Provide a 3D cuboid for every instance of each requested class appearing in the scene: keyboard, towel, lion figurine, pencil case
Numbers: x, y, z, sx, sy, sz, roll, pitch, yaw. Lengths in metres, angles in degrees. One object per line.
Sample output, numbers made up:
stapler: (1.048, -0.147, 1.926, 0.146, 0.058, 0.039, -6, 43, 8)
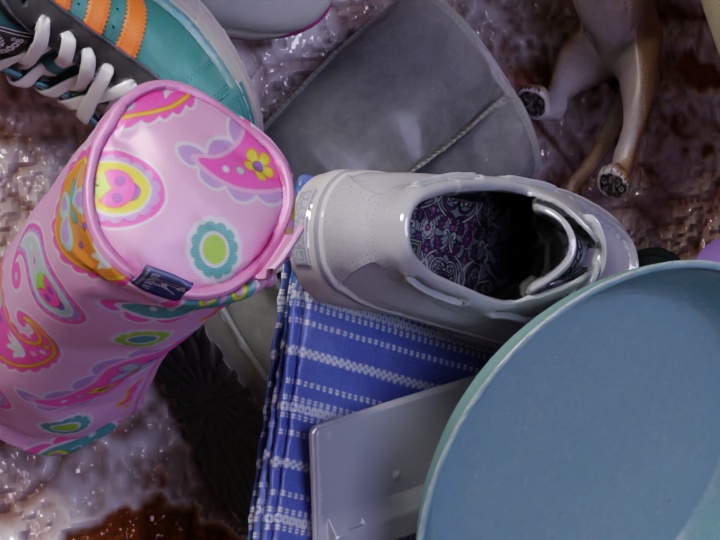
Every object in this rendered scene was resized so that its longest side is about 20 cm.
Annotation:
keyboard: (0.053, 0.068, 1.102, 0.200, 0.011, 0.056, -15, 103, -43)
towel: (0.009, 0.072, 1.089, 0.145, 0.024, 0.201, 16, 80, -46)
lion figurine: (0.115, -0.131, 1.207, 0.072, 0.200, 0.123, 18, 41, 9)
pencil case: (-0.090, 0.005, 0.995, 0.087, 0.200, 0.088, 9, 67, -22)

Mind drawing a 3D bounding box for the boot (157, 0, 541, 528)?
boot: (0.002, 0.001, 1.144, 0.200, 0.072, 0.182, -36, 107, -38)

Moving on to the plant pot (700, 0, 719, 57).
plant pot: (0.219, -0.113, 1.112, 0.187, 0.187, 0.200, -40, 99, -30)

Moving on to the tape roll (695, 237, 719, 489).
tape roll: (0.224, 0.069, 1.226, 0.200, 0.066, 0.201, 39, 39, -42)

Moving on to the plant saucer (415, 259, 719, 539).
plant saucer: (0.098, 0.081, 1.089, 0.200, 0.036, 0.201, -16, 121, -28)

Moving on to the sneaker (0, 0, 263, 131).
sneaker: (-0.124, -0.097, 1.042, 0.200, 0.071, 0.080, 46, 47, -15)

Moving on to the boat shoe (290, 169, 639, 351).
boat shoe: (0.059, -0.009, 1.074, 0.200, 0.068, 0.072, 17, 79, -48)

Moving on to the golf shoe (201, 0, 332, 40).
golf shoe: (-0.080, -0.156, 1.085, 0.200, 0.091, 0.076, 30, 68, -29)

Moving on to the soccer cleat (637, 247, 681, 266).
soccer cleat: (0.075, 0.053, 1.181, 0.081, 0.067, 0.200, 48, 65, -20)
